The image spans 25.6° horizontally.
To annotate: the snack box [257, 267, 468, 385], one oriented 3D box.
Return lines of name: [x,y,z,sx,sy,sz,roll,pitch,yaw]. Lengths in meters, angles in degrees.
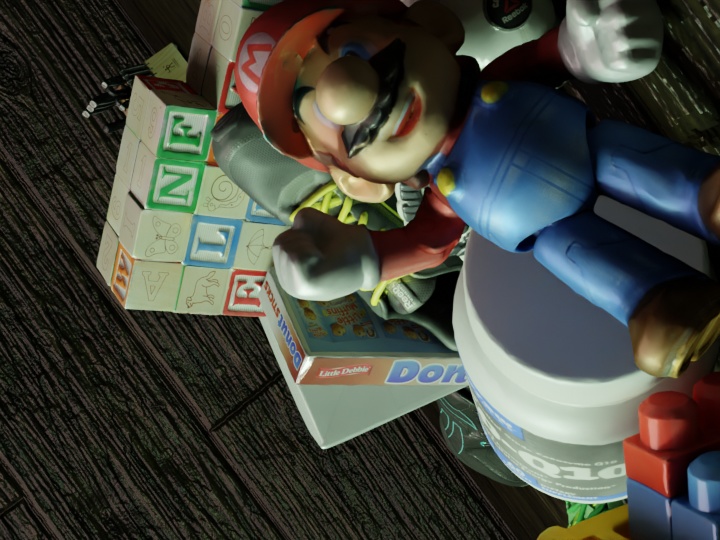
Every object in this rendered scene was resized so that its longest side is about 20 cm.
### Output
snack box: [0.046,0.032,0.889,0.024,0.199,0.072,-66,34,35]

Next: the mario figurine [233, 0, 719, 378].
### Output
mario figurine: [0.037,-0.040,0.547,0.200,0.124,0.106,26,150,21]

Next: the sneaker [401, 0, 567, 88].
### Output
sneaker: [0.015,-0.127,0.677,0.200,0.074,0.089,20,144,59]

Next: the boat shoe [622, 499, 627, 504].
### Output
boat shoe: [0.154,0.099,0.986,0.202,0.060,0.072,52,176,13]

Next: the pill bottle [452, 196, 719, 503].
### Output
pill bottle: [0.100,0.030,0.699,0.114,0.114,0.200,51,175,20]

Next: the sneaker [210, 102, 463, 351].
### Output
sneaker: [0.010,-0.026,0.823,0.200,0.074,0.085,27,-143,-32]

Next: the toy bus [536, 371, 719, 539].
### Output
toy bus: [0.168,0.132,0.637,0.136,0.200,0.193,21,119,59]

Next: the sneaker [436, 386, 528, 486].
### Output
sneaker: [0.098,0.112,1.337,0.200,0.075,0.079,55,173,-21]

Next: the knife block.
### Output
knife block: [-0.333,-0.263,2.427,0.064,0.175,0.200,53,176,8]

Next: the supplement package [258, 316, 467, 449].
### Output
supplement package: [0.000,0.000,1.047,0.200,0.147,0.192,125,122,-85]

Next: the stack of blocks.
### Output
stack of blocks: [-0.064,-0.077,0.863,0.115,0.201,0.059,5,-159,-28]

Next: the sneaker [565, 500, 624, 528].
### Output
sneaker: [0.162,0.163,1.065,0.084,0.074,0.200,63,-166,-12]

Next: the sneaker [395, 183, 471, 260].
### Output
sneaker: [0.054,-0.050,0.768,0.080,0.077,0.200,64,-172,22]
